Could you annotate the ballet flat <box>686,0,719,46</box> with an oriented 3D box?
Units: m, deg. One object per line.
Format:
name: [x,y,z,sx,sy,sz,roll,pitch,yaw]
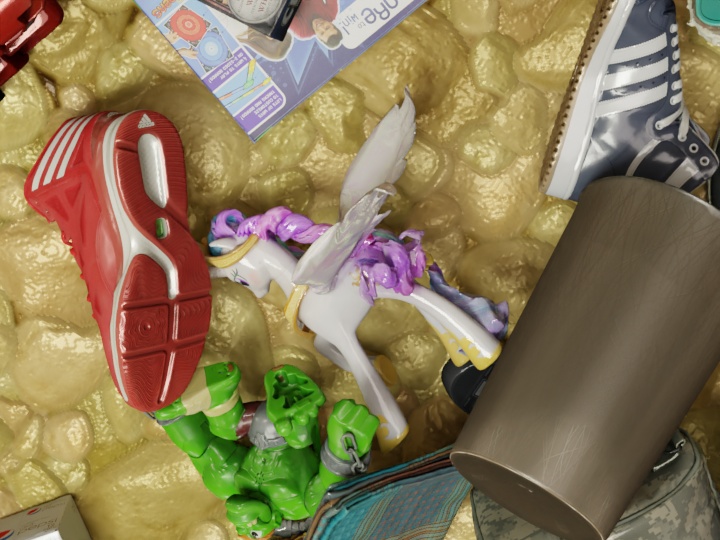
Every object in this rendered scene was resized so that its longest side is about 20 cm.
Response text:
ballet flat: [0.254,-0.236,1.196,0.072,0.072,0.200,14,85,-5]

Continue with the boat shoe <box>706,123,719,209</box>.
boat shoe: [0.277,-0.082,1.245,0.073,0.062,0.200,2,106,-1]

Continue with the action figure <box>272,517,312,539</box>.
action figure: [-0.059,0.214,1.314,0.200,0.118,0.055,-29,121,-2]

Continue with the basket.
basket: [0.154,0.063,1.186,0.136,0.180,0.200,31,73,3]

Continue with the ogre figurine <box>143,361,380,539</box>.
ogre figurine: [-0.062,0.121,1.265,0.200,0.098,0.120,-5,128,21]

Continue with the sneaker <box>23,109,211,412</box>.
sneaker: [-0.165,-0.010,1.244,0.078,0.115,0.200,-7,101,-42]

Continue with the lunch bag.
lunch bag: [0.187,0.218,1.283,0.168,0.139,0.200,-22,114,8]

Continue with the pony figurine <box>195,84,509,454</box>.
pony figurine: [0.000,0.000,1.227,0.200,0.167,0.193,41,121,-9]

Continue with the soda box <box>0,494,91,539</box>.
soda box: [-0.203,0.269,1.340,0.064,0.068,0.200,-20,105,5]

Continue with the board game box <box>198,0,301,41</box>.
board game box: [-0.067,-0.265,1.170,0.135,0.035,0.200,27,97,10]

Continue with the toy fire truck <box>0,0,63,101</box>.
toy fire truck: [-0.233,-0.180,1.153,0.200,0.176,0.129,-38,102,9]

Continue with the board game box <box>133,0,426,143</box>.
board game box: [-0.037,-0.199,1.221,0.200,0.034,0.135,-38,103,11]

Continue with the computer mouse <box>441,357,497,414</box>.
computer mouse: [0.147,0.104,1.318,0.200,0.034,0.059,27,118,-15]

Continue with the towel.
towel: [0.004,0.203,1.269,0.147,0.022,0.200,-14,139,-40]

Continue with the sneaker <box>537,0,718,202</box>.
sneaker: [0.199,-0.128,1.226,0.108,0.070,0.200,18,112,-1]
